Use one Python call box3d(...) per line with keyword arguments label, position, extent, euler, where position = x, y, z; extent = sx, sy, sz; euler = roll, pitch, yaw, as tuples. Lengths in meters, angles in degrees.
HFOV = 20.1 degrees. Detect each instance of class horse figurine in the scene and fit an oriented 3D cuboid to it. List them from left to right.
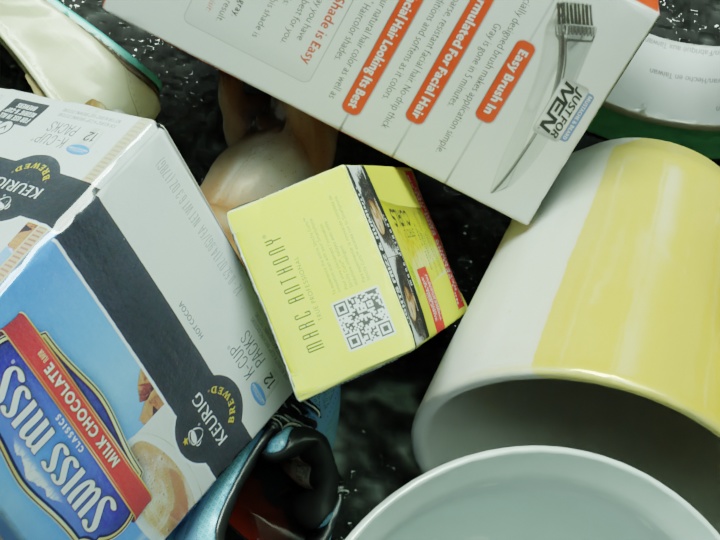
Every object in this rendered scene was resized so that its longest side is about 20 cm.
box3d(label="horse figurine", position=(-0.058, -0.052, 0.898), extent=(0.133, 0.050, 0.201), euler=(47, 47, -27))

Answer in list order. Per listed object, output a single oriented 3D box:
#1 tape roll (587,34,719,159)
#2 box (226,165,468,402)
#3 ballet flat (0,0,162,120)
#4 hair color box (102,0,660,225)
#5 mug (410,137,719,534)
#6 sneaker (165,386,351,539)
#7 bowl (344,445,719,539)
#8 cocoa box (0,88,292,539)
box3d(label="tape roll", position=(0.149, -0.122, 0.908), extent=(0.199, 0.201, 0.048), euler=(17, 64, -5))
box3d(label="box", position=(0.000, 0.000, 0.805), extent=(0.050, 0.200, 0.076), euler=(-22, 88, 8))
box3d(label="ballet flat", position=(-0.177, -0.122, 0.916), extent=(0.200, 0.070, 0.069), euler=(43, 64, 7))
box3d(label="hair color box", position=(0.010, -0.116, 0.833), extent=(0.199, 0.111, 0.064), euler=(27, 29, -7))
box3d(label="mug", position=(0.129, 0.029, 0.866), extent=(0.186, 0.150, 0.154), euler=(5, 52, 18))
box3d(label="sneaker", position=(-0.031, 0.081, 0.797), extent=(0.078, 0.090, 0.201), euler=(34, 41, -21))
box3d(label="bowl", position=(0.057, 0.173, 0.796), extent=(0.200, 0.090, 0.202), euler=(3, 78, -16))
box3d(label="cocoa box", position=(-0.149, 0.020, 0.763), extent=(0.199, 0.134, 0.131), euler=(15, 54, 43))
